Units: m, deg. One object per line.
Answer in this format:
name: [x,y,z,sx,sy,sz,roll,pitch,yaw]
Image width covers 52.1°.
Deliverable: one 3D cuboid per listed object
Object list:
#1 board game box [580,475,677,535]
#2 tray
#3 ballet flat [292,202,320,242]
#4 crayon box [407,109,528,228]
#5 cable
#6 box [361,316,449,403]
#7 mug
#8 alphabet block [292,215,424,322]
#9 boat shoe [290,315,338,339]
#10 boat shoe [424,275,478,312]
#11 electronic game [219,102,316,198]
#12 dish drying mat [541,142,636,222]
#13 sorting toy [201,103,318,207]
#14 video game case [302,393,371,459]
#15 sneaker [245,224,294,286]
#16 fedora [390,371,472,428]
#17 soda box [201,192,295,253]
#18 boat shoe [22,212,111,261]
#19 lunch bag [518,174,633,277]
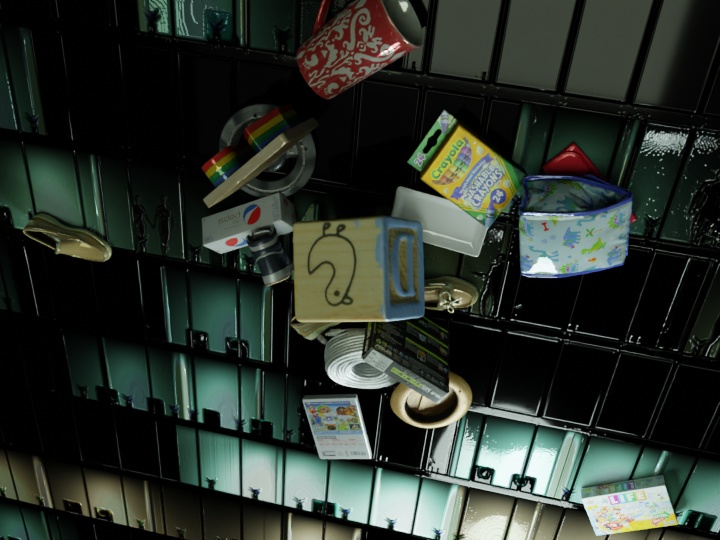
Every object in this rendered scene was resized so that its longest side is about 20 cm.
board game box: [0.652,0.573,1.788,0.197,0.034,0.136,-17,116,22]
tray: [0.159,-0.103,1.491,0.196,0.022,0.109,16,124,3]
ballet flat: [-0.112,-0.047,1.556,0.073,0.075,0.204,2,117,12]
crayon box: [0.201,-0.191,1.395,0.198,0.052,0.126,34,111,-9]
cable: [0.017,0.198,1.643,0.196,0.070,0.201,-9,145,13]
box: [0.100,0.156,1.553,0.198,0.195,0.048,31,122,-16]
mug: [-0.009,-0.416,1.296,0.198,0.181,0.132,-27,149,31]
alphabet block: [0.000,0.000,1.434,0.196,0.195,0.200,-3,86,27]
boat shoe: [-0.080,0.084,1.614,0.076,0.073,0.199,30,125,-30]
boat shoe: [0.151,0.055,1.566,0.195,0.063,0.075,3,122,11]
electronic game: [-0.186,-0.237,1.476,0.195,0.042,0.203,1,122,2]
dish drying mat: [0.437,-0.147,1.400,0.200,0.018,0.076,44,122,-15]
sorting toy: [-0.194,-0.222,1.353,0.199,0.199,0.070,-35,99,22]
video game case: [-0.057,0.396,1.855,0.140,0.018,0.203,-4,121,16]
sneaker: [-0.187,-0.037,1.532,0.069,0.200,0.110,-22,98,-1]
fedora: [0.160,0.274,1.681,0.196,0.083,0.203,2,130,2]
soda box: [-0.235,-0.097,1.547,0.196,0.065,0.068,-15,159,22]
boat shoe: [-0.671,-0.060,1.679,0.196,0.077,0.073,20,124,0]
lunch bag: [0.397,-0.081,1.366,0.196,0.129,0.172,4,139,18]
